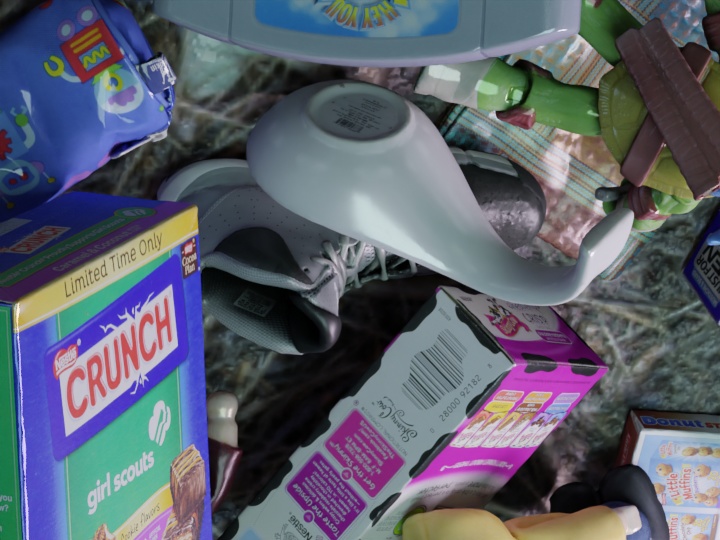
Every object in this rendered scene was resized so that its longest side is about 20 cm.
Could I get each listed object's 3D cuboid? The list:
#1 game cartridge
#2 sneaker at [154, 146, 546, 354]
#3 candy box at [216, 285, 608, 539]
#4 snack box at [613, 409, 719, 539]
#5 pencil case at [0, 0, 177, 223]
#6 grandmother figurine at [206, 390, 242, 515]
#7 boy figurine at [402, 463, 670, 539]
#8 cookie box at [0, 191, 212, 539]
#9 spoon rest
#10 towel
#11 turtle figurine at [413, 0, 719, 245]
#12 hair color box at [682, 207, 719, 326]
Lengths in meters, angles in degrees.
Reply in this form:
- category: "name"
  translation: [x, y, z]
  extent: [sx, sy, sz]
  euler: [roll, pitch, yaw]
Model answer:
- category: "game cartridge"
  translation: [0.004, -0.160, 1.253]
  extent: [0.200, 0.040, 0.134]
  euler: [3, 95, 11]
- category: "sneaker"
  translation: [0.000, 0.000, 1.353]
  extent: [0.200, 0.116, 0.075]
  euler: [-3, 127, -7]
- category: "candy box"
  translation: [0.023, 0.101, 1.418]
  extent: [0.200, 0.061, 0.136]
  euler: [-50, 159, 14]
- category: "snack box"
  translation: [0.165, 0.172, 1.559]
  extent: [0.072, 0.024, 0.200]
  euler: [5, 117, -15]
- category: "pencil case"
  translation: [-0.176, -0.056, 1.305]
  extent: [0.200, 0.078, 0.087]
  euler: [-35, 100, 7]
- category: "grandmother figurine"
  translation: [-0.113, 0.097, 1.367]
  extent: [0.121, 0.061, 0.200]
  euler: [-25, 87, 9]
- category: "boy figurine"
  translation: [0.080, 0.148, 1.434]
  extent: [0.124, 0.065, 0.200]
  euler: [-22, 170, 34]
- category: "cookie box"
  translation: [-0.136, 0.082, 1.232]
  extent: [0.075, 0.171, 0.200]
  euler: [5, 108, 24]
- category: "spoon rest"
  translation: [0.034, -0.035, 1.318]
  extent: [0.099, 0.200, 0.061]
  euler: [-39, 144, -40]
- category: "towel"
  translation: [0.139, -0.100, 1.401]
  extent: [0.147, 0.022, 0.200]
  euler: [29, 108, -26]
- category: "turtle figurine"
  translation: [0.135, -0.098, 1.348]
  extent: [0.194, 0.200, 0.144]
  euler: [26, 140, -2]
- category: "hair color box"
  translation: [0.267, -0.051, 1.440]
  extent: [0.109, 0.065, 0.200]
  euler: [19, 110, -25]
